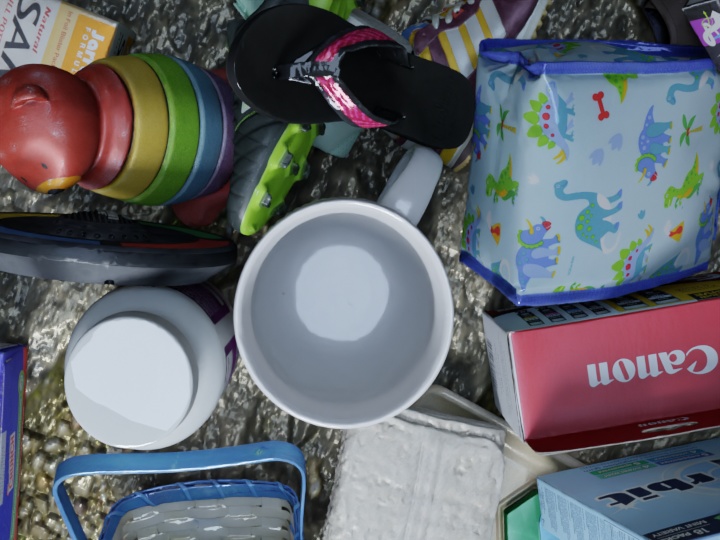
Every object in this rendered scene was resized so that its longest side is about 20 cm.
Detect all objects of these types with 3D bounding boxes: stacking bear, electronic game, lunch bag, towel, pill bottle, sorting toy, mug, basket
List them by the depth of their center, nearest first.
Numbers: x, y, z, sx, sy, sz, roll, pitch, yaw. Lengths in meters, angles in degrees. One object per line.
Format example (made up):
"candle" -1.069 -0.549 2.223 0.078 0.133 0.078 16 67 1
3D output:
"stacking bear" -0.164 -0.095 0.764 0.120 0.198 0.116 -12 83 40
"electronic game" -0.185 -0.022 0.779 0.196 0.200 0.042 6 96 -2
"pill bottle" -0.147 0.063 0.786 0.110 0.200 0.115 0 94 -1
"mug" 0.000 0.000 0.797 0.146 0.175 0.202 30 93 -3
"lunch bag" 0.181 -0.077 0.803 0.196 0.127 0.173 -4 111 -19
"basket" -0.124 0.206 0.811 0.173 0.140 0.202 -2 131 -1
"towel" 0.034 0.205 0.851 0.130 0.034 0.204 13 90 -1
"sorting toy" 0.088 0.219 0.884 0.183 0.036 0.202 28 93 -3

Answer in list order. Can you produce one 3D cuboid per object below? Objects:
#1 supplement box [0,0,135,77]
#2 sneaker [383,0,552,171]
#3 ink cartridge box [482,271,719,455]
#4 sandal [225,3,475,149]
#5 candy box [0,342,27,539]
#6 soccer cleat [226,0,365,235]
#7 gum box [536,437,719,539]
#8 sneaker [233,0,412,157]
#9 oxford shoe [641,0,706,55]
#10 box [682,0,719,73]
"supplement box" -0.285 -0.158 0.831 0.197 0.074 0.128 19 94 -3
"sneaker" 0.081 -0.182 0.836 0.089 0.075 0.203 24 92 -8
"ink cartridge box" 0.201 0.063 0.806 0.196 0.176 0.085 -10 95 -1
"sandal" 0.006 -0.125 0.721 0.197 0.045 0.077 8 92 -34
"candy box" -0.364 0.134 0.849 0.196 0.077 0.173 5 93 -1
"soccer cleat" -0.061 -0.125 0.758 0.080 0.067 0.203 18 85 15
"gum box" 0.241 0.171 0.786 0.167 0.200 0.045 -9 95 -13
"sneaker" -0.071 -0.167 0.831 0.199 0.074 0.119 35 109 12
"oxford shoe" 0.255 -0.222 0.840 0.071 0.071 0.204 5 95 3
"box" 0.318 -0.159 0.800 0.200 0.036 0.144 49 62 -24
